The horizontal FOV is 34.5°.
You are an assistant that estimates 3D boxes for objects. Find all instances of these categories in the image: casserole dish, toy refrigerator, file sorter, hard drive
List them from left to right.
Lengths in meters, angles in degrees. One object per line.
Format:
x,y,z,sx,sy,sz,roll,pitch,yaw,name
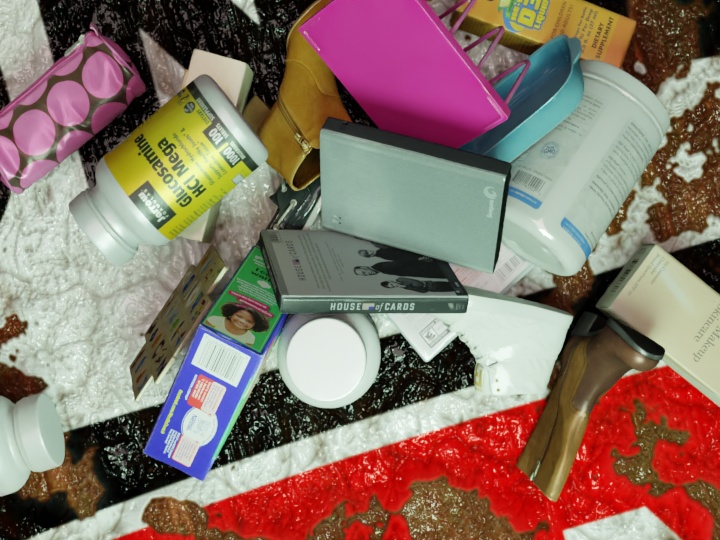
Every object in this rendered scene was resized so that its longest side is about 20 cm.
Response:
-0.180,-0.138,1.304,0.069,0.076,0.204,15,92,0,toy refrigerator
0.055,-0.078,1.210,0.197,0.141,0.033,15,49,13,hard drive
0.065,-0.241,1.232,0.138,0.126,0.200,-26,112,43,file sorter
0.169,-0.169,1.246,0.039,0.122,0.199,37,121,-23,casserole dish

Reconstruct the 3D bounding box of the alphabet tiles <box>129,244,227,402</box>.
-0.198,0.054,1.249,0.006,0.200,0.168,33,92,-17,alphabet tiles

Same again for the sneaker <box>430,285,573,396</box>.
0.133,0.082,1.289,0.197,0.074,0.118,14,98,-14,sneaker

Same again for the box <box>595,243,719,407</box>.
0.372,0.067,1.300,0.199,0.078,0.096,37,90,0,box

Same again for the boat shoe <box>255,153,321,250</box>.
-0.077,-0.068,1.305,0.060,0.076,0.203,24,90,-6,boat shoe

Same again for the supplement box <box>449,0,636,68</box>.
0.203,-0.278,1.303,0.197,0.069,0.068,20,89,2,supplement box

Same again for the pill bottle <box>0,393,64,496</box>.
-0.437,0.204,1.294,0.196,0.112,0.114,-16,91,1,pill bottle

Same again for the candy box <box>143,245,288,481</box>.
-0.139,0.092,1.223,0.076,0.201,0.171,26,117,-3,candy box

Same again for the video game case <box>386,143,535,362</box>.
0.091,-0.030,1.329,0.199,0.024,0.183,-41,90,2,video game case

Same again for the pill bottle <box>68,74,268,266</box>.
-0.202,-0.100,1.211,0.199,0.112,0.113,-40,90,1,pill bottle

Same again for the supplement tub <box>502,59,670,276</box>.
0.232,-0.110,1.260,0.131,0.132,0.201,36,81,0,supplement tub

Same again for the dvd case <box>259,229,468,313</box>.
0.000,0.000,1.225,0.196,0.151,0.025,0,118,-14,dvd case

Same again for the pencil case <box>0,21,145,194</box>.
-0.340,-0.180,1.301,0.199,0.091,0.094,-41,125,-1,pencil case

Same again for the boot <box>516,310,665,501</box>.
0.237,0.150,1.250,0.068,0.188,0.203,26,90,-17,boot

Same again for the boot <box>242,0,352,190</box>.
-0.039,-0.195,1.272,0.202,0.070,0.144,-53,50,10,boot

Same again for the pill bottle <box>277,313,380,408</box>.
-0.033,0.086,1.243,0.109,0.200,0.114,0,91,1,pill bottle
